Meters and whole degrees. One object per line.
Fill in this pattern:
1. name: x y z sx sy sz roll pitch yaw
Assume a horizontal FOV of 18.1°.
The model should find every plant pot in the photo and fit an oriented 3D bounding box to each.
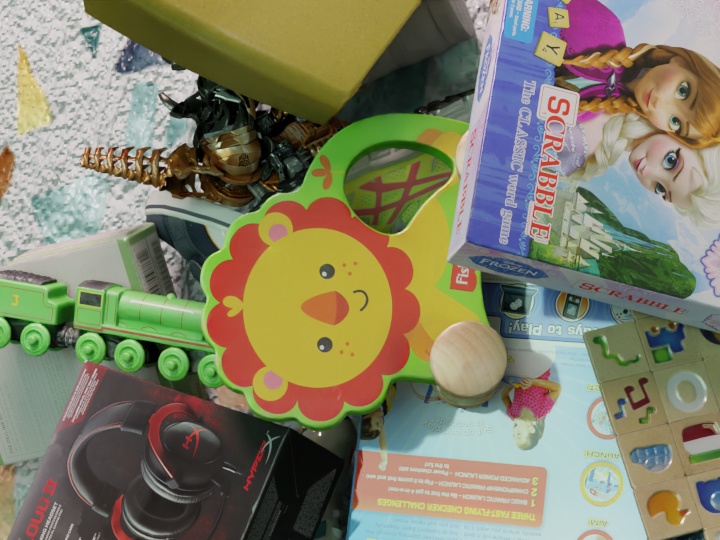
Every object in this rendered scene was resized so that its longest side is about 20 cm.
1. plant pot: -0.046 -0.201 1.415 0.176 0.200 0.200 37 85 -3

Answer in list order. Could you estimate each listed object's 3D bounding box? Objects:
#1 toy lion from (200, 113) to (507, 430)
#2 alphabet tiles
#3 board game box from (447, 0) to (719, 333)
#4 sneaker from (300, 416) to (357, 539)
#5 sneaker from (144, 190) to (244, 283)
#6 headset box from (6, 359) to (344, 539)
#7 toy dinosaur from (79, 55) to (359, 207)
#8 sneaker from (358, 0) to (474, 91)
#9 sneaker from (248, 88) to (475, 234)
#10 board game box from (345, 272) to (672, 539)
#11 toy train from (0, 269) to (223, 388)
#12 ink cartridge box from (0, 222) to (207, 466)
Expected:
1. toy lion: 0.000 0.000 1.384 0.191 0.069 0.201 8 82 1
2. alphabet tiles: 0.230 0.081 1.351 0.166 0.006 0.201 -13 71 -11
3. board game box: 0.165 -0.077 1.360 0.199 0.041 0.201 14 70 -11
4. sneaker: -0.026 0.196 1.480 0.093 0.070 0.200 23 91 22
5. sneaker: -0.073 0.007 1.531 0.200 0.078 0.080 20 84 27
6. headset box: -0.130 0.153 1.451 0.200 0.075 0.149 16 77 36
7. toy dinosaur: -0.081 -0.092 1.516 0.102 0.199 0.136 -52 43 40
8. sneaker: -0.011 -0.222 1.549 0.115 0.074 0.201 -27 70 17
9. sneaker: 0.013 -0.040 1.461 0.200 0.078 0.091 -28 99 -14
10. board game box: 0.100 0.099 1.426 0.199 0.056 0.197 4 82 21
11. toy train: -0.164 0.036 1.510 0.199 0.042 0.057 9 98 18
12. ink cartridge box: -0.218 0.057 1.581 0.199 0.048 0.146 -11 102 25
